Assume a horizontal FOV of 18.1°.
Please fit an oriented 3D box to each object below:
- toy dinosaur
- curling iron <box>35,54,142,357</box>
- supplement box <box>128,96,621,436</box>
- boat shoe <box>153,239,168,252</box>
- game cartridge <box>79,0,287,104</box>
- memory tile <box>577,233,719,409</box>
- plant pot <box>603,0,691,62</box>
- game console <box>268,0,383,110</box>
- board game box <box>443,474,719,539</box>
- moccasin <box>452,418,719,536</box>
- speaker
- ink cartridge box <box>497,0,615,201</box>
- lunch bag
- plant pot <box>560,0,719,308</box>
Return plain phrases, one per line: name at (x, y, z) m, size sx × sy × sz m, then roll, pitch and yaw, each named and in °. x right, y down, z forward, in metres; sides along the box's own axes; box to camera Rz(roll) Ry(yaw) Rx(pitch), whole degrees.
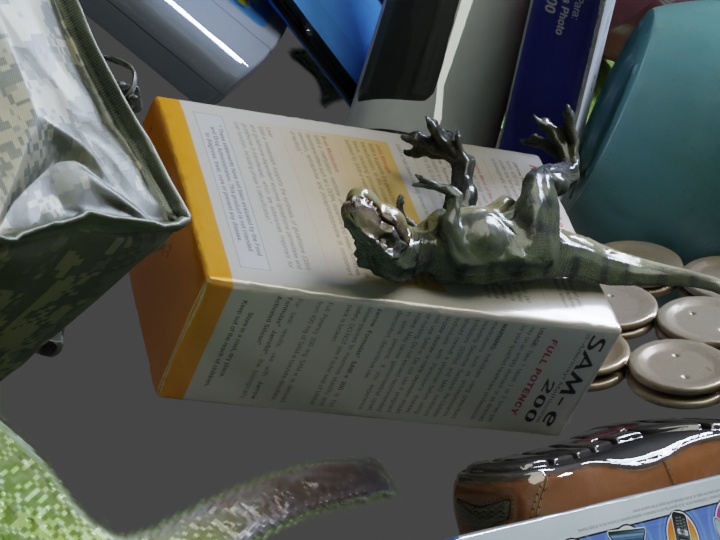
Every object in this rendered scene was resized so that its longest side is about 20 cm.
toy dinosaur at (0.067, -0.027, 0.989) m, size 0.200 × 0.047 × 0.088 m, roll 5°, pitch 55°, yaw -29°
curling iron at (-0.128, -0.036, 0.994) m, size 0.050 × 0.026 × 0.200 m, roll -2°, pitch 39°, yaw 3°
supplement box at (0.000, 0.000, 1.014) m, size 0.200 × 0.074 × 0.126 m, roll 8°, pitch 39°, yaw -24°
boat shoe at (-0.163, -0.063, 0.952) m, size 0.068 × 0.075 × 0.200 m, roll -26°, pitch 46°, yaw -29°
game cartridge at (-0.093, -0.174, 1.209) m, size 0.133 × 0.040 × 0.200 m, roll 42°, pitch 30°, yaw -22°
memory tile at (0.146, 0.026, 1.120) m, size 0.200 × 0.017 × 0.153 m, roll 11°, pitch 28°, yaw 18°
plant pot at (0.156, -0.219, 1.444) m, size 0.179 × 0.200 × 0.200 m, roll 27°, pitch 27°, yaw -50°
game console at (0.018, -0.189, 1.245) m, size 0.200 × 0.171 × 0.118 m, roll 52°, pitch -3°, yaw -22°
board game box at (0.099, 0.183, 0.824) m, size 0.200 × 0.056 × 0.196 m, roll -4°, pitch 76°, yaw -51°
moccasin at (0.125, 0.111, 1.029) m, size 0.201 × 0.074 × 0.078 m, roll -10°, pitch 94°, yaw -50°
speaker at (0.053, -0.142, 1.203) m, size 0.081 × 0.081 × 0.200 m, roll 25°, pitch 69°, yaw -21°
ink cartridge box at (0.100, -0.110, 1.141) m, size 0.043 × 0.197 × 0.200 m, roll 15°, pitch 31°, yaw 7°
lunch bag at (-0.180, -0.056, 0.794) m, size 0.118 × 0.164 × 0.200 m, roll -6°, pitch 64°, yaw -53°
plant pot at (0.207, -0.057, 1.251) m, size 0.161 × 0.201 × 0.201 m, roll 23°, pitch 30°, yaw -4°
